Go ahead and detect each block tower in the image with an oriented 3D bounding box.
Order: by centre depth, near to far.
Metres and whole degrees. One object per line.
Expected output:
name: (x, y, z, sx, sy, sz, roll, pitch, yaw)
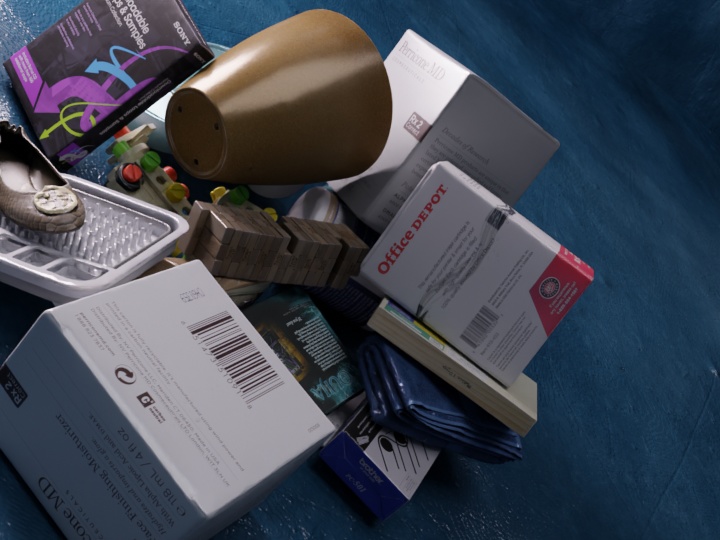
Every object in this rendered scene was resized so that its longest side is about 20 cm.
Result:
block tower: (-0.084, -0.023, 1.163, 0.199, 0.054, 0.058, 7, 26, -42)

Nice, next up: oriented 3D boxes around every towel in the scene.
towel: (0.087, 0.135, 1.202, 0.199, 0.049, 0.112, 23, 34, -38)

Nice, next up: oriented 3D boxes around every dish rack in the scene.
dish rack: (-0.266, -0.025, 1.029, 0.171, 0.044, 0.200, 19, 26, 13)

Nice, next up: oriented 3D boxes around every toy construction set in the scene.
toy construction set: (-0.194, -0.083, 1.198, 0.200, 0.092, 0.131, 40, 47, 6)

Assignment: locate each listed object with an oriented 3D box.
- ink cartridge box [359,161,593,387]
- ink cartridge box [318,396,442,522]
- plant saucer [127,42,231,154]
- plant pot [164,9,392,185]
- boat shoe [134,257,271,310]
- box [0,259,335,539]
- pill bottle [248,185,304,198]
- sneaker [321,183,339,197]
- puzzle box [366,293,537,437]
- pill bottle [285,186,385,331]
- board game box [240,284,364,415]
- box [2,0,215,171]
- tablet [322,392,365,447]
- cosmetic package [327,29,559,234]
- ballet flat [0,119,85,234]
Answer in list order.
ink cartridge box: (0.122, 0.000, 1.197, 0.200, 0.145, 0.084, 37, 13, 5)
ink cartridge box: (0.037, 0.168, 1.188, 0.094, 0.044, 0.200, 46, 27, 1)
plant saucer: (-0.192, -0.209, 1.333, 0.199, 0.028, 0.201, 5, 47, -6)
plant pot: (-0.099, -0.165, 1.189, 0.200, 0.187, 0.187, -23, 69, -45)
boat shoe: (-0.162, 0.026, 1.124, 0.072, 0.065, 0.200, 32, 22, 25)
box: (-0.163, 0.120, 0.929, 0.199, 0.131, 0.200, 49, 29, 9)
pill bottle: (-0.111, -0.184, 1.422, 0.112, 0.112, 0.201, 26, 34, -30)
sneaker: (0.015, -0.038, 1.443, 0.200, 0.074, 0.082, 44, 27, 24)
puzzle box: (0.101, 0.090, 1.212, 0.200, 0.025, 0.133, 36, 15, 1)
pill bottle: (0.000, 0.000, 1.323, 0.199, 0.111, 0.111, 34, 30, -19)
board game box: (-0.086, 0.098, 1.133, 0.136, 0.028, 0.200, 55, 35, 7)
box: (-0.263, -0.218, 1.181, 0.143, 0.200, 0.036, 58, 7, 25)
tablet: (-0.031, 0.140, 1.201, 0.199, 0.014, 0.130, 31, 31, -24)
cosmetic package: (0.084, -0.134, 1.320, 0.165, 0.200, 0.165, 30, 12, -36)
ballet flat: (-0.303, -0.089, 1.040, 0.067, 0.047, 0.200, -4, 30, -32)
